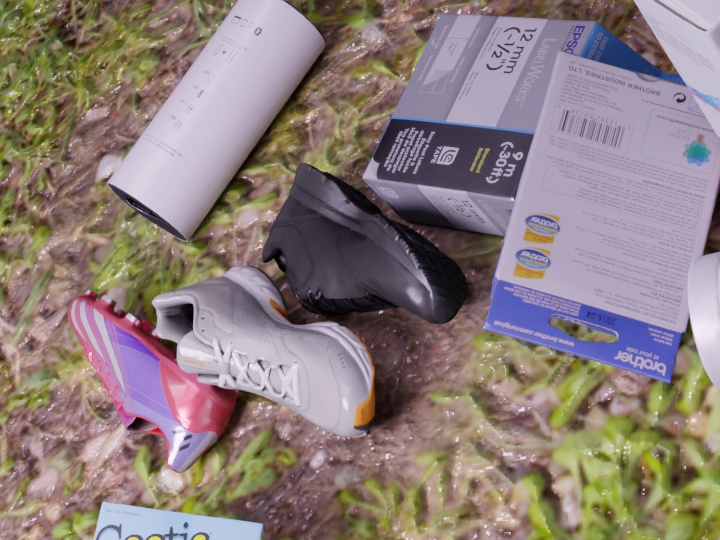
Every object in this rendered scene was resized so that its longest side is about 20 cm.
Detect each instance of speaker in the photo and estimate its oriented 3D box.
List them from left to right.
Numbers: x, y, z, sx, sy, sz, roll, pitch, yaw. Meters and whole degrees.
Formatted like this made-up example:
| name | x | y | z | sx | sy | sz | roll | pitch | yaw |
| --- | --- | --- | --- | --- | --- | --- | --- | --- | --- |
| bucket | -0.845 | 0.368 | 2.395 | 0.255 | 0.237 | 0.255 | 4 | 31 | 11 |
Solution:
| name | x | y | z | sx | sy | sz | roll | pitch | yaw |
| --- | --- | --- | --- | --- | --- | --- | --- | --- | --- |
| speaker | -0.115 | -0.124 | 1.205 | 0.081 | 0.081 | 0.201 | 25 | 77 | 44 |

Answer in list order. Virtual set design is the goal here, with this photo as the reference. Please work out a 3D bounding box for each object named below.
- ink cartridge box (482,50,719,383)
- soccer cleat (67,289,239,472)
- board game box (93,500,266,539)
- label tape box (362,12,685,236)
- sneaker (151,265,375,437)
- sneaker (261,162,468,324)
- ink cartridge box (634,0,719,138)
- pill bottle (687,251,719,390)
| name | x | y | z | sx | sy | sz | roll | pitch | yaw |
| --- | --- | --- | --- | --- | --- | --- | --- | --- | --- |
| ink cartridge box | 0.153 | -0.031 | 0.929 | 0.119 | 0.042 | 0.201 | 16 | 64 | 5 |
| soccer cleat | -0.168 | 0.077 | 1.118 | 0.200 | 0.067 | 0.077 | 28 | 84 | 42 |
| board game box | -0.120 | 0.256 | 0.902 | 0.104 | 0.103 | 0.201 | 7 | 61 | 6 |
| label tape box | 0.117 | -0.097 | 1.024 | 0.199 | 0.066 | 0.144 | 10 | 67 | 43 |
| sneaker | -0.070 | 0.063 | 1.016 | 0.200 | 0.092 | 0.076 | 30 | 123 | 47 |
| sneaker | 0.000 | 0.000 | 1.049 | 0.091 | 0.076 | 0.200 | -57 | 37 | 3 |
| ink cartridge box | 0.256 | -0.139 | 0.850 | 0.146 | 0.200 | 0.083 | -43 | 44 | 3 |
| pill bottle | 0.279 | 0.010 | 0.792 | 0.199 | 0.112 | 0.113 | -14 | 53 | 29 |
